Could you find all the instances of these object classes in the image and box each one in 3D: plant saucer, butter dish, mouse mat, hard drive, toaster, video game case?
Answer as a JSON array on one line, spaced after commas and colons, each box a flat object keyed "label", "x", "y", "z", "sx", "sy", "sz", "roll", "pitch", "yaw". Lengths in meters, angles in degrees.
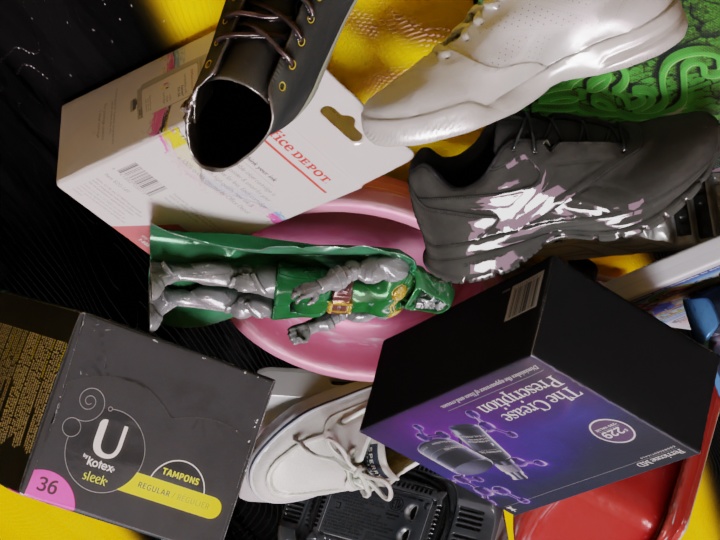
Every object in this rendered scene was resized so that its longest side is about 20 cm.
[{"label": "plant saucer", "x": 0.000, "y": 0.000, "z": 1.365, "sx": 0.199, "sy": 0.051, "sz": 0.201, "roll": 7, "pitch": 143, "yaw": 5}, {"label": "butter dish", "x": 0.170, "y": 0.143, "z": 1.495, "sx": 0.147, "sy": 0.201, "sz": 0.200, "roll": 22, "pitch": 142, "yaw": 2}, {"label": "mouse mat", "x": 0.173, "y": -0.120, "z": 1.222, "sx": 0.199, "sy": 0.008, "sz": 0.162, "roll": -4, "pitch": 129, "yaw": 6}, {"label": "hard drive", "x": -0.023, "y": 0.134, "z": 1.570, "sx": 0.131, "sy": 0.027, "sz": 0.200, "roll": 4, "pitch": 150, "yaw": -6}, {"label": "toaster", "x": 0.024, "y": 0.208, "z": 1.542, "sx": 0.199, "sy": 0.114, "sz": 0.129, "roll": 11, "pitch": 157, "yaw": 19}, {"label": "video game case", "x": 0.253, "y": 0.005, "z": 1.352, "sx": 0.143, "sy": 0.018, "sz": 0.200, "roll": -23, "pitch": 164, "yaw": 28}]

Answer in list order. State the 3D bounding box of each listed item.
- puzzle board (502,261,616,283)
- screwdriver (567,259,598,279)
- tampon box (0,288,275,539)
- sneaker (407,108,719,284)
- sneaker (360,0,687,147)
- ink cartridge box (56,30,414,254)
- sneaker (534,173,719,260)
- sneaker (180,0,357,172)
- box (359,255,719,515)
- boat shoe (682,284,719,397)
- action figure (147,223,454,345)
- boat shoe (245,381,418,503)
[{"label": "puzzle board", "x": 0.090, "y": 0.049, "z": 1.483, "sx": 0.150, "sy": 0.017, "sz": 0.200, "roll": 9, "pitch": 144, "yaw": -15}, {"label": "screwdriver", "x": 0.121, "y": 0.077, "z": 1.429, "sx": 0.029, "sy": 0.028, "sz": 0.201, "roll": 18, "pitch": 114, "yaw": -16}, {"label": "tampon box", "x": -0.177, "y": 0.100, "z": 1.375, "sx": 0.149, "sy": 0.127, "sz": 0.200, "roll": 21, "pitch": 175, "yaw": -26}, {"label": "sneaker", "x": 0.122, "y": -0.062, "z": 1.217, "sx": 0.199, "sy": 0.076, "sz": 0.091, "roll": -20, "pitch": 117, "yaw": 5}, {"label": "sneaker", "x": 0.084, "y": -0.141, "z": 1.162, "sx": 0.199, "sy": 0.075, "sz": 0.089, "roll": -23, "pitch": 110, "yaw": 1}, {"label": "ink cartridge box", "x": -0.077, "y": -0.086, "z": 1.247, "sx": 0.199, "sy": 0.068, "sz": 0.116, "roll": -21, "pitch": 141, "yaw": 27}, {"label": "sneaker", "x": 0.170, "y": -0.041, "z": 1.323, "sx": 0.199, "sy": 0.076, "sz": 0.081, "roll": 0, "pitch": 163, "yaw": -3}, {"label": "sneaker", "x": -0.038, "y": -0.150, "z": 1.077, "sx": 0.074, "sy": 0.106, "sz": 0.201, "roll": 18, "pitch": 118, "yaw": 4}, {"label": "box", "x": 0.114, "y": 0.081, "z": 1.311, "sx": 0.141, "sy": 0.079, "sz": 0.200, "roll": 27, "pitch": 150, "yaw": -22}, {"label": "boat shoe", "x": 0.269, "y": 0.055, "z": 1.362, "sx": 0.068, "sy": 0.085, "sz": 0.200, "roll": -22, "pitch": 167, "yaw": 10}, {"label": "action figure", "x": -0.037, "y": 0.012, "z": 1.292, "sx": 0.199, "sy": 0.055, "sz": 0.118, "roll": -1, "pitch": 152, "yaw": -7}, {"label": "boat shoe", "x": 0.008, "y": 0.130, "z": 1.448, "sx": 0.201, "sy": 0.086, "sz": 0.075, "roll": -23, "pitch": 118, "yaw": 9}]
